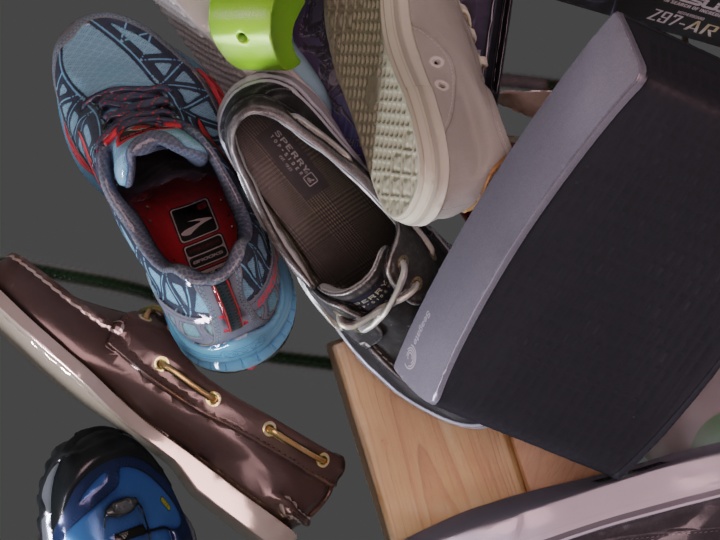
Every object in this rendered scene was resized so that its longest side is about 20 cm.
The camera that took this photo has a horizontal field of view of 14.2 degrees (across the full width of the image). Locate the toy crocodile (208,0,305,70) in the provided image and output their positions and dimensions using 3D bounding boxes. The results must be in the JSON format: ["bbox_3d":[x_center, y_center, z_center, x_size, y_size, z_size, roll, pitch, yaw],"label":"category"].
[{"bbox_3d":[-0.030,-0.180,1.338,0.067,0.062,0.200,-9,50,24],"label":"toy crocodile"}]

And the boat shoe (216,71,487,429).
[{"bbox_3d":[0.000,0.000,1.312,0.072,0.071,0.200,-40,99,16],"label":"boat shoe"}]

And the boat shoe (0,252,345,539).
[{"bbox_3d":[-0.097,0.054,1.381,0.200,0.072,0.060,40,80,-6],"label":"boat shoe"}]

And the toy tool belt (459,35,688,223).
[{"bbox_3d":[0.149,-0.051,1.392,0.200,0.123,0.125,-2,104,8],"label":"toy tool belt"}]

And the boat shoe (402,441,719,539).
[{"bbox_3d":[0.112,0.129,1.334,0.200,0.070,0.066,-15,91,-10],"label":"boat shoe"}]

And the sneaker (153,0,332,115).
[{"bbox_3d":[-0.063,-0.152,1.373,0.082,0.074,0.200,-37,81,-7],"label":"sneaker"}]

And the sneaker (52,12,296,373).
[{"bbox_3d":[-0.088,-0.054,1.347,0.079,0.096,0.200,-29,63,-5],"label":"sneaker"}]

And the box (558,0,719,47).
[{"bbox_3d":[0.181,-0.178,1.330,0.200,0.044,0.160,15,62,-15],"label":"box"}]

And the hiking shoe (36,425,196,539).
[{"bbox_3d":[-0.089,0.166,1.345,0.074,0.087,0.200,-25,112,-26],"label":"hiking shoe"}]

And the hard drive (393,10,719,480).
[{"bbox_3d":[0.115,-0.003,1.259,0.135,0.042,0.200,23,117,-17],"label":"hard drive"}]

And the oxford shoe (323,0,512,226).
[{"bbox_3d":[0.026,-0.101,1.313,0.058,0.075,0.200,3,51,-22],"label":"oxford shoe"}]

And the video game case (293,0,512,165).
[{"bbox_3d":[0.012,-0.134,1.372,0.143,0.019,0.200,7,89,39],"label":"video game case"}]

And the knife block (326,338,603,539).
[{"bbox_3d":[0.040,0.145,1.390,0.200,0.064,0.176,28,86,-3],"label":"knife block"}]

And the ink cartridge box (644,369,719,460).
[{"bbox_3d":[0.157,0.040,1.357,0.200,0.161,0.050,10,51,-6],"label":"ink cartridge box"}]
